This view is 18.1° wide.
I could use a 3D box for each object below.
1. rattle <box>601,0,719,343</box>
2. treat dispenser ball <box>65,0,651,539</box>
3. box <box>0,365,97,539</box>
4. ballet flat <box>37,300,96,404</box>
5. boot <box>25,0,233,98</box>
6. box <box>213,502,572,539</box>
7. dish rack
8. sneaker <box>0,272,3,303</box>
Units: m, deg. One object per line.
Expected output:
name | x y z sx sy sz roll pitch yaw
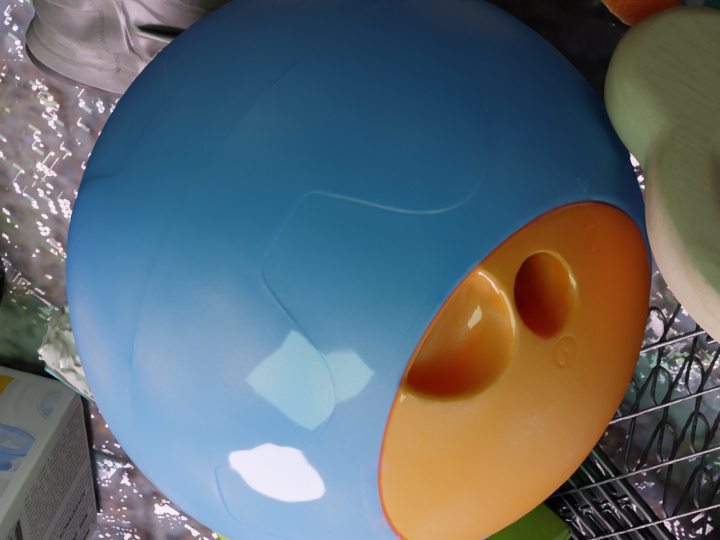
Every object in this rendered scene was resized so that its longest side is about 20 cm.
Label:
rattle | 0.130 -0.027 0.757 0.200 0.130 0.143 45 172 22
treat dispenser ball | 0.000 0.000 0.770 0.199 0.201 0.202 12 134 13
box | -0.237 0.101 1.048 0.199 0.113 0.102 13 136 13
ballet flat | -0.041 0.061 0.879 0.199 0.072 0.072 35 138 16
boot | -0.118 -0.121 0.831 0.199 0.068 0.131 22 141 7
box | -0.001 0.099 0.945 0.200 0.048 0.122 42 137 12
dish rack | 0.148 0.068 0.890 0.199 0.055 0.154 -22 117 39
sneaker | -0.223 -0.037 0.946 0.093 0.071 0.201 -2 132 18
